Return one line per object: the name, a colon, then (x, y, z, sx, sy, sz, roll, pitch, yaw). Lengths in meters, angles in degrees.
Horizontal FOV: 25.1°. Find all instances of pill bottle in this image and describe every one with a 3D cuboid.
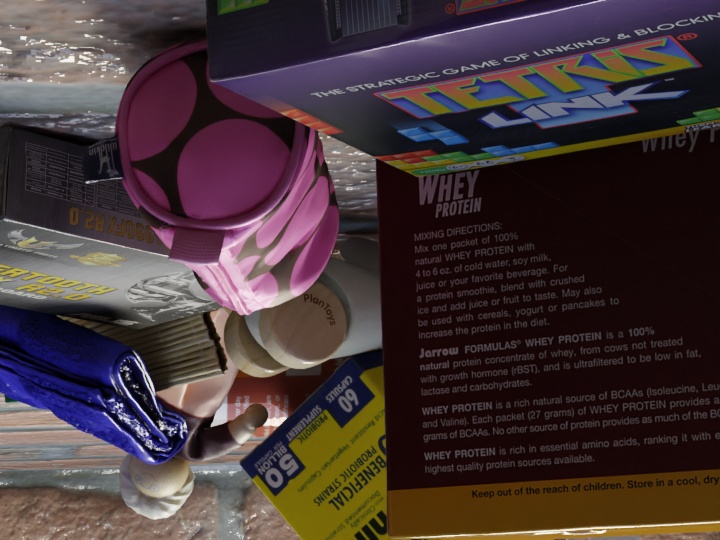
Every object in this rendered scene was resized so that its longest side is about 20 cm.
pill bottle: (-0.066, 0.065, 1.175, 0.199, 0.113, 0.112, -1, 169, -8)

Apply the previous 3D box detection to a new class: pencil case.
pencil case: (-0.056, -0.033, 0.717, 0.090, 0.094, 0.200, -4, 170, 5)

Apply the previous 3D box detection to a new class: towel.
towel: (-0.214, 0.060, 1.012, 0.199, 0.050, 0.148, 21, 158, 20)

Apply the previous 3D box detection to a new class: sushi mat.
sushi mat: (-0.153, 0.035, 1.050, 0.012, 0.096, 0.200, -19, -179, -39)

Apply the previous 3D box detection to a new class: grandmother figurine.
grandmother figurine: (-0.122, 0.084, 1.083, 0.121, 0.201, 0.060, 33, -146, 22)

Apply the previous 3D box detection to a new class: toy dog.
toy dog: (0.000, 0.000, 0.984, 0.132, 0.097, 0.200, -16, 178, 42)

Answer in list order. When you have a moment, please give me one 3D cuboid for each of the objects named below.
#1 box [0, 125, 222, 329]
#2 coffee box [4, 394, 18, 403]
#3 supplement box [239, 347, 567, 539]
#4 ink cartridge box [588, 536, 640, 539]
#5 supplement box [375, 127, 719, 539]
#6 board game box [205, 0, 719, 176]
box: (-0.150, -0.016, 0.868, 0.158, 0.049, 0.199, -12, 162, 43)
coffee box: (-0.177, 0.073, 1.309, 0.199, 0.044, 0.123, -6, -177, 17)
supplement box: (0.036, 0.161, 1.061, 0.109, 0.200, 0.109, -44, 169, 14)
ink cartridge box: (0.137, 0.085, 1.092, 0.068, 0.201, 0.116, -8, 168, 26)
supplement box: (0.123, 0.012, 0.703, 0.196, 0.201, 0.133, -8, 168, 26)
board game box: (0.072, -0.087, 0.563, 0.199, 0.057, 0.165, -8, 169, 27)
